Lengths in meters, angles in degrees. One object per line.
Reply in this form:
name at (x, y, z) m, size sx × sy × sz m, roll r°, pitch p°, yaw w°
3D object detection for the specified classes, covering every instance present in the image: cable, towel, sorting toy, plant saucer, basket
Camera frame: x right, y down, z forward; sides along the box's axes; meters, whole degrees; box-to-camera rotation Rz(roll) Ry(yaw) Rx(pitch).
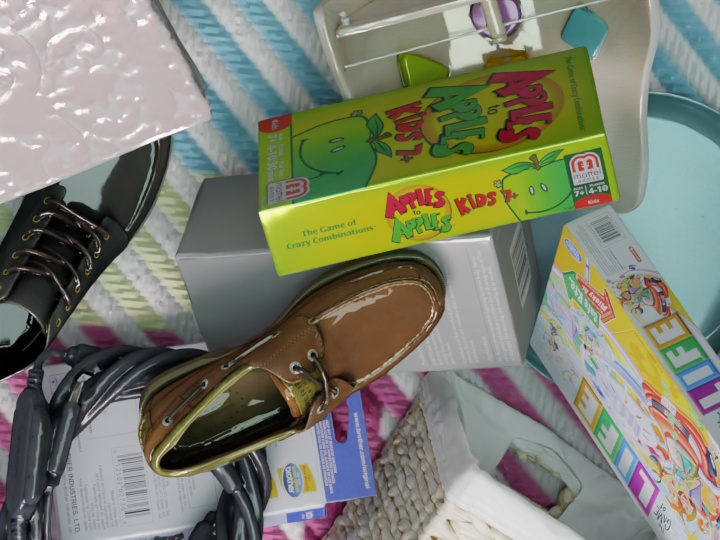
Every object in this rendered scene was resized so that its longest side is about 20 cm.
cable at (-0.134, 0.144, 1.572) m, size 0.162 × 0.051 × 0.201 m, roll 5°, pitch 89°, yaw -20°
towel at (-0.208, -0.133, 1.517) m, size 0.190 × 0.032 × 0.200 m, roll -21°, pitch 128°, yaw 8°
sorting toy at (0.092, -0.106, 1.590) m, size 0.199 × 0.107 × 0.181 m, roll -14°, pitch 105°, yaw 7°
plant saucer at (0.172, -0.016, 1.665) m, size 0.199 × 0.027 × 0.201 m, roll -1°, pitch 104°, yaw -5°
basket at (0.091, 0.196, 1.619) m, size 0.198 × 0.200 × 0.161 m, roll 33°, pitch 100°, yaw -13°

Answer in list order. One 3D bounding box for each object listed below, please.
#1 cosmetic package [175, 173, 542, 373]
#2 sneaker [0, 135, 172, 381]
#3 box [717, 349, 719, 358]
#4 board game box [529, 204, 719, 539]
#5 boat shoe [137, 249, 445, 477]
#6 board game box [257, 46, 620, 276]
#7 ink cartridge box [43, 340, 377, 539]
cosmetic package at (0.000, 0.000, 1.580) m, size 0.199 × 0.090 × 0.107 m, roll 0°, pitch 130°, yaw 17°
sneaker at (-0.176, -0.016, 1.594) m, size 0.075 × 0.106 × 0.200 m, roll 31°, pitch 99°, yaw -11°
box at (0.287, 0.063, 1.668) m, size 0.117 × 0.048 × 0.201 m, roll 19°, pitch 100°, yaw -28°
board game box at (0.173, 0.079, 1.532) m, size 0.034 × 0.135 × 0.200 m, roll -23°, pitch 62°, yaw -20°
boat shoe at (-0.035, 0.062, 1.505) m, size 0.200 × 0.068 × 0.072 m, roll -32°, pitch 113°, yaw 8°
board game box at (0.042, -0.064, 1.513) m, size 0.199 × 0.102 × 0.048 m, roll -13°, pitch 123°, yaw 6°
ink cartridge box at (-0.096, 0.105, 1.638) m, size 0.199 × 0.042 × 0.120 m, roll -10°, pitch 72°, yaw -1°
